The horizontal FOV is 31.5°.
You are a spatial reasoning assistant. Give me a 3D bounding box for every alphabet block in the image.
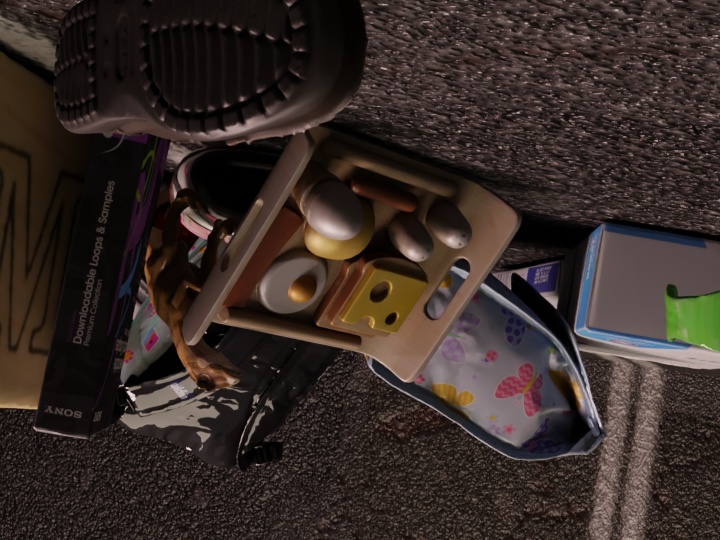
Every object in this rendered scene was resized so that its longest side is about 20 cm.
[{"bbox_3d":[-0.283,-0.031,0.738,0.193,0.198,0.200,10,175,13],"label":"alphabet block"}]

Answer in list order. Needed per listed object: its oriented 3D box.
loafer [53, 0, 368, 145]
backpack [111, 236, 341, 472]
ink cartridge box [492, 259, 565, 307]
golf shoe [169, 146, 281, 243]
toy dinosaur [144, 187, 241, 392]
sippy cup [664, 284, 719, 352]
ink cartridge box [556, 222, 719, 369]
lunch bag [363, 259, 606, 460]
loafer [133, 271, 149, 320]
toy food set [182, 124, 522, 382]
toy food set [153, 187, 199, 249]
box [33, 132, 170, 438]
[{"bbox_3d":[-0.053,-0.086,0.498,0.071,0.074,0.199,1,-174,-36],"label":"loafer"},{"bbox_3d":[-0.096,0.047,1.000,0.166,0.200,0.127,25,-152,-39],"label":"backpack"},{"bbox_3d":[0.249,0.029,1.253,0.198,0.044,0.196,8,174,-13],"label":"ink cartridge box"},{"bbox_3d":[-0.034,-0.037,0.891,0.198,0.073,0.092,11,173,-12],"label":"golf shoe"},{"bbox_3d":[-0.127,-0.004,0.856,0.060,0.107,0.200,21,-156,-38],"label":"toy dinosaur"},{"bbox_3d":[0.277,0.022,0.737,0.177,0.140,0.130,34,-172,6],"label":"sippy cup"},{"bbox_3d":[0.238,0.026,1.005,0.144,0.085,0.200,9,174,2],"label":"ink cartridge box"},{"bbox_3d":[0.095,0.059,1.030,0.199,0.128,0.170,36,-175,-15],"label":"lunch bag"},{"bbox_3d":[-0.196,-0.015,1.058,0.070,0.202,0.068,-30,-160,-1],"label":"loafer"},{"bbox_3d":[0.000,0.000,0.792,0.199,0.144,0.060,15,-156,-44],"label":"toy food set"},{"bbox_3d":[-0.116,0.009,1.113,0.198,0.049,0.199,-5,130,22],"label":"toy food set"},{"bbox_3d":[-0.152,-0.002,0.775,0.036,0.202,0.143,13,175,-5],"label":"box"}]
